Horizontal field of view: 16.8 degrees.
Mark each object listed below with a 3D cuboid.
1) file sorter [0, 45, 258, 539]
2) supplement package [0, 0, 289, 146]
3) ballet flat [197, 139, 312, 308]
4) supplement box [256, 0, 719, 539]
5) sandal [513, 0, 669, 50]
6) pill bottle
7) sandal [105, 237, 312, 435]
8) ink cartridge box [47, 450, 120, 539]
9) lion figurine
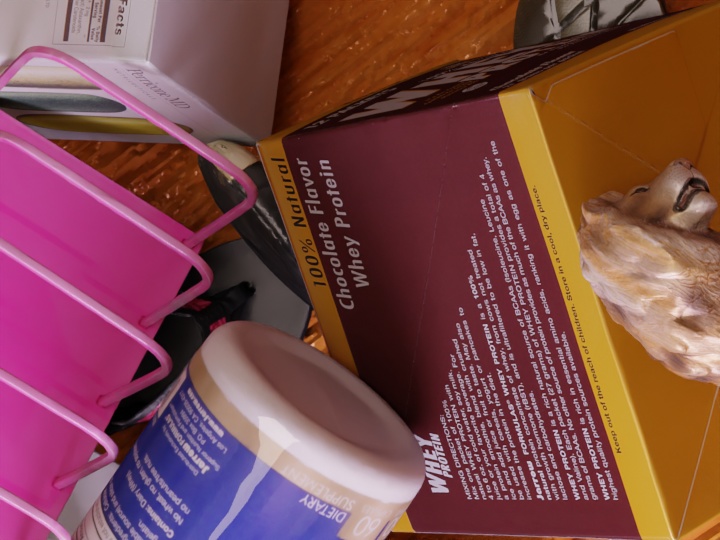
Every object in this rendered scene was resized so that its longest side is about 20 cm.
[{"bbox_3d":[-0.156,0.019,1.114,0.139,0.125,0.201,32,66,-13],"label":"file sorter"},{"bbox_3d":[-0.153,-0.155,1.214,0.199,0.152,0.152,3,79,21],"label":"supplement package"},{"bbox_3d":[0.000,0.000,1.222,0.200,0.066,0.057,40,80,1],"label":"ballet flat"},{"bbox_3d":[0.087,0.003,1.086,0.199,0.132,0.199,-7,104,54],"label":"supplement box"},{"bbox_3d":[0.135,-0.068,1.176,0.081,0.055,0.201,-23,98,22],"label":"sandal"},{"bbox_3d":[-0.069,0.132,1.080,0.116,0.116,0.201,39,105,16],"label":"pill bottle"},{"bbox_3d":[-0.112,0.046,1.258,0.199,0.045,0.075,-27,83,2],"label":"sandal"},{"bbox_3d":[-0.126,0.200,1.278,0.115,0.067,0.201,26,102,20],"label":"ink cartridge box"},{"bbox_3d":[0.174,0.029,0.975,0.122,0.200,0.073,30,89,44],"label":"lion figurine"}]
